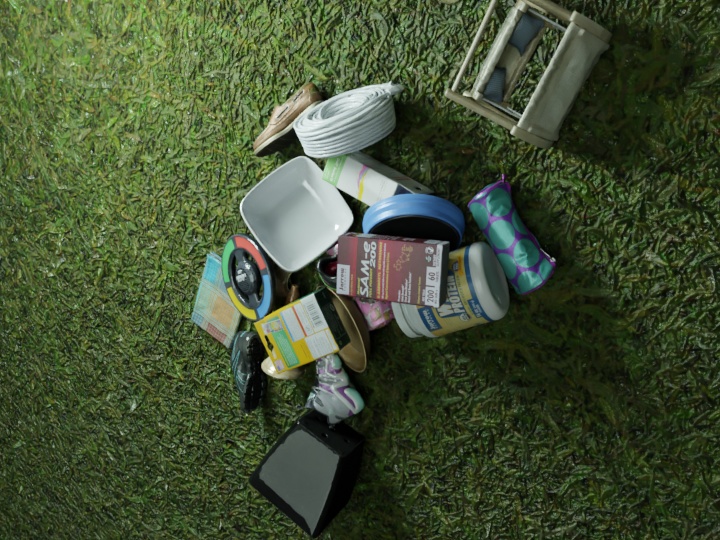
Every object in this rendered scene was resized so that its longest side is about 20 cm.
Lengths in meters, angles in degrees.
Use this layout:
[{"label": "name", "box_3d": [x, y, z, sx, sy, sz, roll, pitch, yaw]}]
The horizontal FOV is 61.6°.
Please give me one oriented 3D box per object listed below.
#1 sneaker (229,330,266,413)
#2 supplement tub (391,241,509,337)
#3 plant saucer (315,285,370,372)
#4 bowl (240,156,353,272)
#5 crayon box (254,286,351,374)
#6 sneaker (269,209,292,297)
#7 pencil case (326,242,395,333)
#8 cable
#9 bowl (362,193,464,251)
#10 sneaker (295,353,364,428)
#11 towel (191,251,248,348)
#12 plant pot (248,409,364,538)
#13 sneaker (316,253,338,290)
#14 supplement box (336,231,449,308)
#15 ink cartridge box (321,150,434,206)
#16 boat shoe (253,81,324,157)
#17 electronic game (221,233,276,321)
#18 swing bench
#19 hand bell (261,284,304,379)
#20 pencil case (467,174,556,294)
[{"label": "sneaker", "box_3d": [-0.280, 0.247, 1.491, 0.077, 0.074, 0.207, 9, 99, 37]}, {"label": "supplement tub", "box_3d": [0.169, 0.043, 1.150, 0.196, 0.144, 0.149, -20, 93, 30]}, {"label": "plant saucer", "box_3d": [-0.032, 0.118, 1.294, 0.201, 0.035, 0.204, 47, 152, 35]}, {"label": "bowl", "box_3d": [-0.135, -0.112, 1.276, 0.198, 0.075, 0.202, -38, 83, -12]}, {"label": "crayon box", "box_3d": [-0.126, 0.130, 1.289, 0.197, 0.051, 0.129, -25, 92, 36]}, {"label": "sneaker", "box_3d": [-0.167, -0.039, 1.365, 0.073, 0.071, 0.206, 8, 112, 8]}, {"label": "pencil case", "box_3d": [0.003, 0.025, 1.270, 0.085, 0.082, 0.204, -27, 90, 30]}, {"label": "cable", "box_3d": [-0.028, -0.283, 1.149, 0.196, 0.200, 0.071, 10, 133, 43]}, {"label": "bowl", "box_3d": [0.100, -0.072, 1.138, 0.195, 0.200, 0.041, -12, 60, 29]}, {"label": "sneaker", "box_3d": [-0.092, 0.254, 1.346, 0.138, 0.078, 0.203, -31, 86, -7]}, {"label": "towel", "box_3d": [-0.349, 0.076, 1.505, 0.144, 0.022, 0.205, 31, 115, 19]}, {"label": "plant pot", "box_3d": [-0.103, 0.433, 1.373, 0.197, 0.199, 0.181, 32, 105, 17]}, {"label": "sneaker", "box_3d": [0.000, 0.000, 1.165, 0.194, 0.084, 0.079, -8, 67, 25]}, {"label": "supplement box", "box_3d": [0.056, -0.004, 1.076, 0.194, 0.061, 0.113, 6, 100, 21]}, {"label": "ink cartridge box", "box_3d": [0.036, -0.167, 1.184, 0.197, 0.116, 0.069, 31, 110, 18]}, {"label": "boat shoe", "box_3d": [-0.156, -0.318, 1.283, 0.197, 0.072, 0.069, -31, 84, 20]}, {"label": "electronic game", "box_3d": [-0.257, 0.017, 1.378, 0.197, 0.041, 0.207, 19, 117, 41]}, {"label": "swing bench", "box_3d": [0.280, -0.339, 1.007, 0.197, 0.129, 0.203, 33, 115, 16]}, {"label": "hand bell", "box_3d": [-0.163, 0.131, 1.379, 0.101, 0.104, 0.207, 17, 106, 22]}, {"label": "pencil case", "box_3d": [0.277, -0.064, 1.102, 0.091, 0.085, 0.203, -33, 86, 29]}]
